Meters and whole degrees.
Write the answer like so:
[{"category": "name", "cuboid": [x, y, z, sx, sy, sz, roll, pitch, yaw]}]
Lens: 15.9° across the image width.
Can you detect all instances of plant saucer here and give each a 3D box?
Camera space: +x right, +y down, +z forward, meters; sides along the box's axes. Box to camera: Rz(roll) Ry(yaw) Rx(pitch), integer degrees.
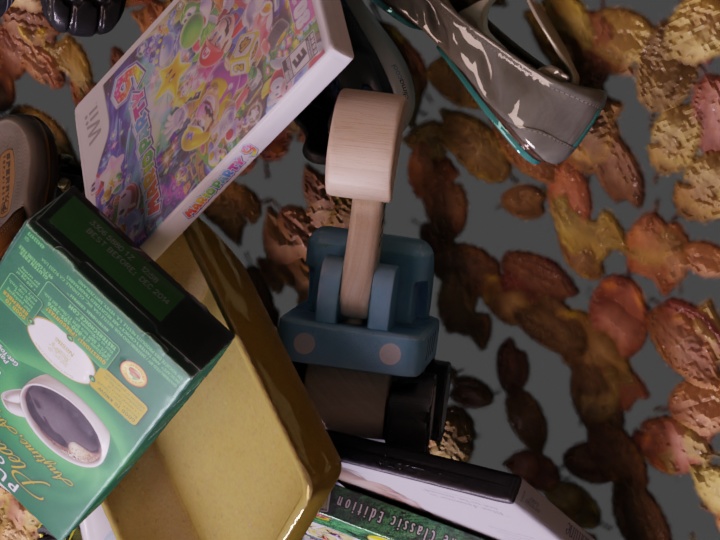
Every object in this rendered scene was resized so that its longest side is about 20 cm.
[{"category": "plant saucer", "cuboid": [-0.080, 0.096, 1.408, 0.200, 0.048, 0.200, 62, 141, 30]}]

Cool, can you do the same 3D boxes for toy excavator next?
[{"category": "toy excavator", "cuboid": [0.000, 0.000, 1.424, 0.099, 0.194, 0.201, 6, 95, 7]}]

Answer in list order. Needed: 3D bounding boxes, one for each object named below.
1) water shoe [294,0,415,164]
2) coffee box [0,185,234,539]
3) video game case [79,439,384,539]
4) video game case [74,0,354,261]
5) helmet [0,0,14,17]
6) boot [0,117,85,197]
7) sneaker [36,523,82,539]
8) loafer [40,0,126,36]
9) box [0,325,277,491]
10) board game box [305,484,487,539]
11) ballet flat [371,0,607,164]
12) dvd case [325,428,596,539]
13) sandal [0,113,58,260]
[{"category": "water shoe", "cuboid": [-0.049, -0.148, 1.436, 0.200, 0.079, 0.072, 50, 134, 9]}, {"category": "coffee box", "cuboid": [-0.159, 0.053, 1.392, 0.123, 0.044, 0.200, 42, 139, 3]}, {"category": "video game case", "cuboid": [-0.060, 0.187, 1.545, 0.024, 0.199, 0.183, -141, 40, -69]}, {"category": "video game case", "cuboid": [-0.083, -0.099, 1.377, 0.200, 0.018, 0.144, -44, 40, 29]}, {"category": "helmet", "cuboid": [-0.280, -0.218, 1.521, 0.200, 0.200, 0.191, 32, 139, 24]}, {"category": "boot", "cuboid": [-0.227, -0.083, 1.636, 0.153, 0.073, 0.204, 11, 119, 32]}, {"category": "sneaker", "cuboid": [-0.166, 0.163, 1.631, 0.084, 0.200, 0.075, -3, 107, -2]}, {"category": "loafer", "cuboid": [-0.152, -0.236, 1.488, 0.070, 0.068, 0.201, -122, 41, -59]}, {"category": "box", "cuboid": [-0.172, 0.059, 1.595, 0.199, 0.098, 0.124, -14, 137, 40]}, {"category": "board game box", "cuboid": [0.045, 0.162, 1.466, 0.199, 0.024, 0.105, 20, 163, 5]}, {"category": "ballet flat", "cuboid": [0.053, -0.141, 1.375, 0.200, 0.067, 0.064, 46, 106, 12]}, {"category": "dvd case", "cuboid": [0.064, 0.138, 1.431, 0.142, 0.018, 0.200, 11, 163, 32]}, {"category": "sandal", "cuboid": [-0.215, -0.008, 1.526, 0.082, 0.054, 0.201, -21, 60, 36]}]
